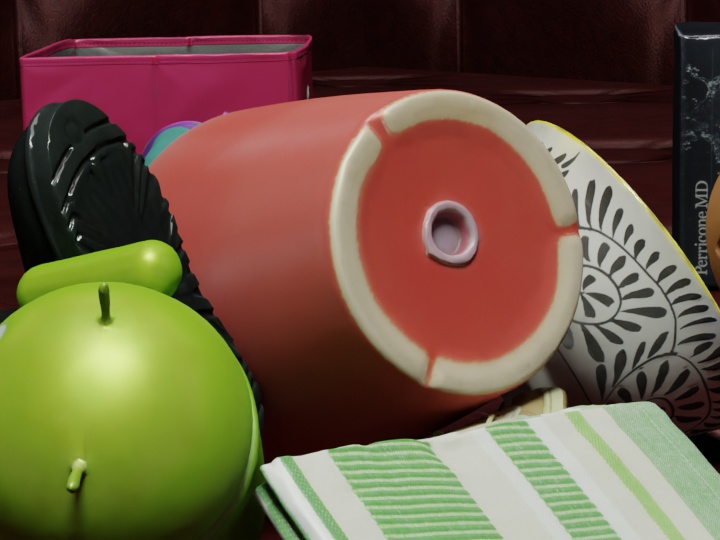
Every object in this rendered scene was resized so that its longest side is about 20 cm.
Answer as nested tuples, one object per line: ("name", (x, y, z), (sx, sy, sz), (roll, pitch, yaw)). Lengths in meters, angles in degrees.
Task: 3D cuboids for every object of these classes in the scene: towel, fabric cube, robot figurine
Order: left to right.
("robot figurine", (-0.096, 0.077, 0.830), (0.115, 0.176, 0.200), (3, -22, 1))
("fabric cube", (-0.134, -0.068, 1.545), (0.199, 0.200, 0.196), (-1, 9, 3))
("towel", (0.075, 0.114, 0.812), (0.200, 0.023, 0.153), (-7, 42, -34))

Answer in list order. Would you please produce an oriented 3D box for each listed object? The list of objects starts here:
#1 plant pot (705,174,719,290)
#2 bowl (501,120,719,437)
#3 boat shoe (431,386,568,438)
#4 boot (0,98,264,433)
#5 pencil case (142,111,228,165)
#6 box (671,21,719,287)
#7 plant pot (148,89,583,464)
("plant pot", (0.316, -0.026, 1.337), (0.200, 0.201, 0.140), (-8, -5, -34))
("bowl", (0.112, 0.028, 1.127), (0.094, 0.201, 0.201), (-35, 18, -10))
("boat shoe", (0.059, 0.096, 0.946), (0.066, 0.074, 0.200), (5, 10, 4))
("boot", (-0.150, 0.027, 0.957), (0.162, 0.199, 0.073), (-12, 29, 30))
("pencil case", (-0.114, -0.013, 1.351), (0.085, 0.093, 0.200), (24, 36, -13))
("box", (0.342, -0.091, 1.620), (0.199, 0.197, 0.117), (0, 11, 6))
("plant pot", (0.000, 0.000, 1.016), (0.200, 0.201, 0.177), (-8, -5, -33))
